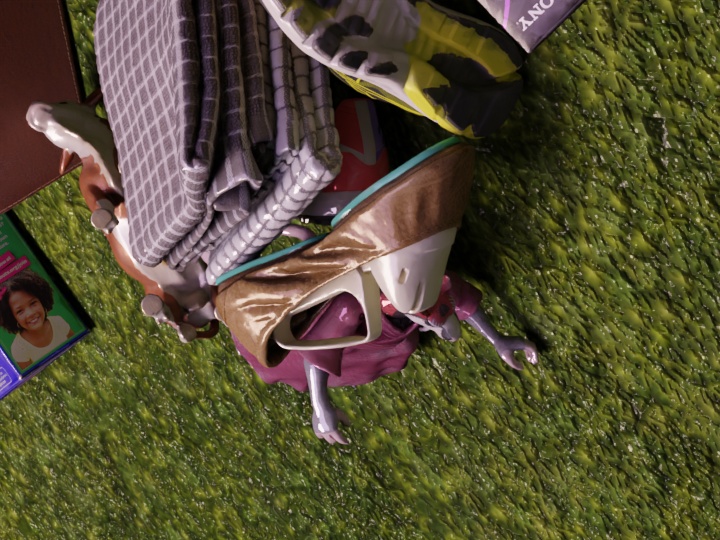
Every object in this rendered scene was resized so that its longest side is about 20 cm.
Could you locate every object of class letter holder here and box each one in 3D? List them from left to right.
[{"bbox_3d":[-0.278,-0.138,1.564,0.101,0.142,0.200,30,143,35],"label":"letter holder"}]

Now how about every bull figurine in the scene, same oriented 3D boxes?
[{"bbox_3d":[-0.146,-0.036,1.545,0.200,0.065,0.121,53,-176,-14],"label":"bull figurine"}]

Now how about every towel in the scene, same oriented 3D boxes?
[{"bbox_3d":[-0.089,-0.108,1.306,0.166,0.085,0.200,138,128,-59],"label":"towel"}]

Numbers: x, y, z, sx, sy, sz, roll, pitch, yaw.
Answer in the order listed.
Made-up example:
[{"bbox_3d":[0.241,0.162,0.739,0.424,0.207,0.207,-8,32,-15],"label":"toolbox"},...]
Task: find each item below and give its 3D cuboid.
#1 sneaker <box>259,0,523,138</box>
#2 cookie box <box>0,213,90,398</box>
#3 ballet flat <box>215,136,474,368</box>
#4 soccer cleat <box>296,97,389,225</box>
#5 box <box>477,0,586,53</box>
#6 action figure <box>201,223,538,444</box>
[{"bbox_3d":[-0.006,-0.127,1.186,0.085,0.075,0.200,15,164,49],"label":"sneaker"},{"bbox_3d":[-0.321,0.005,1.845,0.200,0.075,0.171,54,151,-2],"label":"cookie box"},{"bbox_3d":[0.000,0.000,1.260,0.200,0.068,0.072,-30,81,36],"label":"ballet flat"},{"bbox_3d":[-0.045,-0.071,1.397,0.200,0.068,0.073,12,104,58],"label":"soccer cleat"},{"bbox_3d":[0.056,-0.214,1.048,0.200,0.036,0.143,45,130,-2],"label":"box"},{"bbox_3d":[0.008,0.016,1.367,0.200,0.134,0.149,-30,80,64],"label":"action figure"}]
